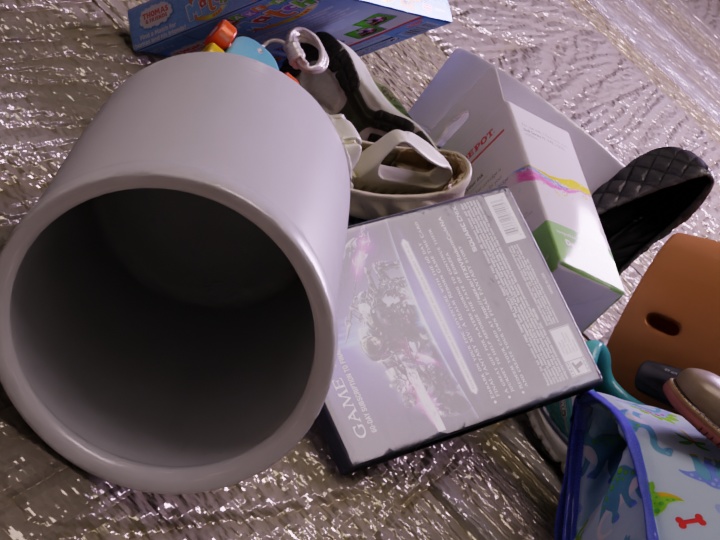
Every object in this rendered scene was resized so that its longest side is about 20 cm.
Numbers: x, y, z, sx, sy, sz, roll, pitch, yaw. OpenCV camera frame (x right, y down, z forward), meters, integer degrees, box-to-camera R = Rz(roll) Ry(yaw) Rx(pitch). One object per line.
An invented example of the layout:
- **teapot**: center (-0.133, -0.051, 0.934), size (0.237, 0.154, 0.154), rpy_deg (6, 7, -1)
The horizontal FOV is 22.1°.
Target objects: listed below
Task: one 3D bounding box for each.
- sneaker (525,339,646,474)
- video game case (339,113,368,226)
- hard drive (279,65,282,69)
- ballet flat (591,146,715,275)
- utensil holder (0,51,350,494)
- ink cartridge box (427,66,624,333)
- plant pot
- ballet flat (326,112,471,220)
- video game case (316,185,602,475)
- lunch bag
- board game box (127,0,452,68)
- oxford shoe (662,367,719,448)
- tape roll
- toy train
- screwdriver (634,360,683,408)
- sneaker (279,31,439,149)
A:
- **sneaker**: center (0.190, 0.135, 1.233), size (0.200, 0.080, 0.077), rpy_deg (51, 27, 18)
- **video game case**: center (0.000, 0.000, 1.176), size (0.201, 0.017, 0.143), rpy_deg (56, 38, 5)
- **hard drive**: center (0.017, -0.067, 1.390), size (0.199, 0.027, 0.132), rpy_deg (31, 26, -21)
- **ballet flat**: center (0.176, -0.019, 1.350), size (0.067, 0.200, 0.057), rpy_deg (48, -8, -22)
- **utensil holder**: center (-0.089, -0.008, 0.959), size (0.169, 0.170, 0.200), rpy_deg (35, 21, -12)
- **ink cartridge box**: center (0.103, -0.033, 1.297), size (0.067, 0.117, 0.201), rpy_deg (22, 38, -33)
- **plant pot**: center (0.261, 0.064, 1.351), size (0.139, 0.202, 0.200), rpy_deg (29, 20, 15)
- **ballet flat**: center (-0.006, -0.067, 1.155), size (0.199, 0.070, 0.070), rpy_deg (10, 38, -41)
- **video game case**: center (0.042, 0.032, 1.127), size (0.198, 0.019, 0.144), rpy_deg (-15, 72, -33)
- **lunch bag**: center (0.214, 0.167, 1.129), size (0.168, 0.128, 0.201), rpy_deg (18, 38, -16)
- **board game box**: center (-0.049, -0.186, 1.350), size (0.199, 0.150, 0.037), rpy_deg (0, 76, -56)
- **oxford shoe**: center (0.277, 0.091, 1.120), size (0.198, 0.075, 0.071), rpy_deg (22, 20, -18)
- **tape roll**: center (0.132, -0.088, 1.458), size (0.202, 0.071, 0.202), rpy_deg (37, 1, -1)
- **toy train**: center (-0.052, -0.072, 1.241), size (0.149, 0.056, 0.202), rpy_deg (5, 57, -44)
- **screwdriver**: center (0.276, 0.104, 1.231), size (0.198, 0.028, 0.029), rpy_deg (21, 10, 21)
- **sneaker**: center (0.024, -0.086, 1.321), size (0.088, 0.077, 0.201), rpy_deg (16, 36, -57)
